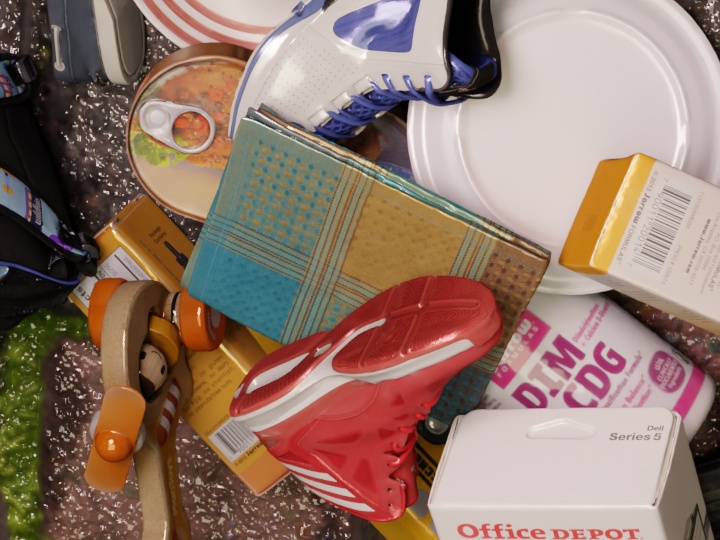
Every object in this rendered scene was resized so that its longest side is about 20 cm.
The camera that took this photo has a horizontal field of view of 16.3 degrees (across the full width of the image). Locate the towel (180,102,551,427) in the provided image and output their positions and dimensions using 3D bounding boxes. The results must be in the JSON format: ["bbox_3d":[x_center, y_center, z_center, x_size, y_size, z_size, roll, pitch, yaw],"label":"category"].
[{"bbox_3d":[0.000,0.000,1.505,0.199,0.022,0.147,26,125,2],"label":"towel"}]

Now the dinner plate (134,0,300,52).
[{"bbox_3d":[-0.056,-0.219,1.551,0.199,0.024,0.201,0,117,0],"label":"dinner plate"}]

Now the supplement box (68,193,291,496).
[{"bbox_3d":[-0.105,0.048,1.648,0.069,0.067,0.200,-38,96,24],"label":"supplement box"}]

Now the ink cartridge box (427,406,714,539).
[{"bbox_3d":[0.138,0.184,1.524,0.145,0.084,0.201,-3,129,23],"label":"ink cartridge box"}]

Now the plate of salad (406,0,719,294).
[{"bbox_3d":[0.127,-0.086,1.530,0.198,0.048,0.202,0,92,-3],"label":"plate of salad"}]

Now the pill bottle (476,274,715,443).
[{"bbox_3d":[0.113,0.055,1.574,0.200,0.113,0.114,37,112,-2],"label":"pill bottle"}]

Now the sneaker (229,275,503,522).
[{"bbox_3d":[0.027,0.079,1.497,0.199,0.079,0.116,-20,120,40],"label":"sneaker"}]

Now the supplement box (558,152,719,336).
[{"bbox_3d":[0.225,0.003,1.452,0.199,0.126,0.074,24,89,-4],"label":"supplement box"}]

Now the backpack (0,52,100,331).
[{"bbox_3d":[-0.279,-0.056,1.556,0.134,0.200,0.184,-28,71,21],"label":"backpack"}]

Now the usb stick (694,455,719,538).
[{"bbox_3d":[0.257,0.137,1.615,0.199,0.033,0.056,-19,109,18],"label":"usb stick"}]

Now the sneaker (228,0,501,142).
[{"bbox_3d":[0.014,-0.121,1.478,0.115,0.080,0.200,44,109,27],"label":"sneaker"}]

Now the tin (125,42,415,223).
[{"bbox_3d":[-0.051,-0.074,1.588,0.199,0.042,0.113,19,109,-9],"label":"tin"}]

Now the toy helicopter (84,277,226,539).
[{"bbox_3d":[-0.132,0.106,1.567,0.078,0.132,0.201,0,111,15],"label":"toy helicopter"}]

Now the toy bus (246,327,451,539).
[{"bbox_3d":[-0.004,0.089,1.596,0.200,0.065,0.078,46,69,-11],"label":"toy bus"}]

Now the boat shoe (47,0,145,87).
[{"bbox_3d":[-0.181,-0.210,1.572,0.061,0.075,0.201,0,122,15],"label":"boat shoe"}]
